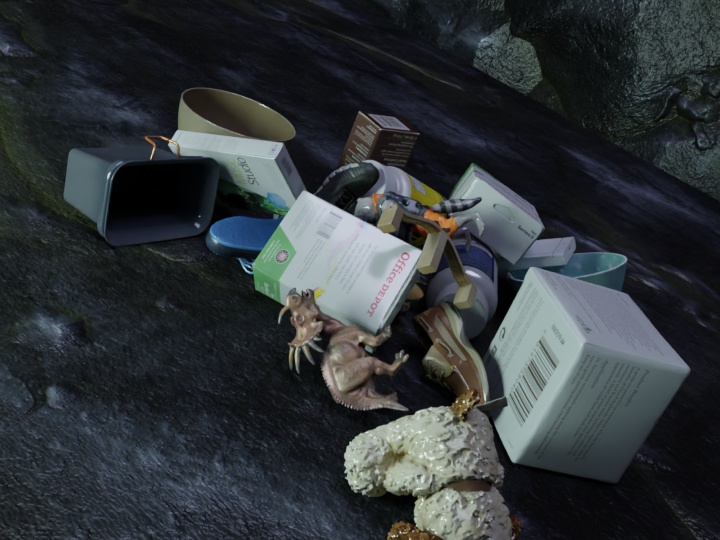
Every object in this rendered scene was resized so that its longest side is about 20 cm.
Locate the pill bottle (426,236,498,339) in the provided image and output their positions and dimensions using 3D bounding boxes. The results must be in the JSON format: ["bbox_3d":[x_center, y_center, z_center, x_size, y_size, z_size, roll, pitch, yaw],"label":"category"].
[{"bbox_3d":[0.162,0.030,1.400,0.111,0.111,0.200,23,24,-1],"label":"pill bottle"}]

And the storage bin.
[{"bbox_3d":[-0.328,-0.133,1.294,0.134,0.146,0.200,26,23,30],"label":"storage bin"}]

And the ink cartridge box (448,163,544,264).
[{"bbox_3d":[0.230,-0.102,1.526,0.146,0.084,0.200,36,14,-2],"label":"ink cartridge box"}]

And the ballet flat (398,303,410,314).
[{"bbox_3d":[0.024,-0.011,1.422,0.076,0.064,0.200,3,32,-36],"label":"ballet flat"}]

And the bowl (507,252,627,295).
[{"bbox_3d":[0.355,0.042,1.499,0.200,0.105,0.201,-9,10,2],"label":"bowl"}]

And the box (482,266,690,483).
[{"bbox_3d":[0.287,0.138,1.187,0.171,0.199,0.200,15,26,-18],"label":"box"}]

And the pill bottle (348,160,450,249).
[{"bbox_3d":[0.063,-0.112,1.533,0.200,0.114,0.114,23,17,-49],"label":"pill bottle"}]

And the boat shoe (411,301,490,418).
[{"bbox_3d":[0.124,0.130,1.232,0.074,0.076,0.200,-13,43,-7],"label":"boat shoe"}]

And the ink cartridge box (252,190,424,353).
[{"bbox_3d":[-0.030,0.002,1.249,0.200,0.088,0.145,27,64,11],"label":"ink cartridge box"}]

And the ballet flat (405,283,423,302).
[{"bbox_3d":[0.000,0.000,1.331,0.200,0.063,0.069,11,21,6],"label":"ballet flat"}]

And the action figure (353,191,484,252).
[{"bbox_3d":[0.083,-0.078,1.369,0.193,0.105,0.200,10,2,-2],"label":"action figure"}]

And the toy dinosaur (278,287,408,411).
[{"bbox_3d":[-0.023,0.119,1.111,0.135,0.086,0.200,-5,49,-33],"label":"toy dinosaur"}]

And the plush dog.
[{"bbox_3d":[0.104,0.234,0.940,0.200,0.160,0.172,5,57,-31],"label":"plush dog"}]

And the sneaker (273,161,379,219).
[{"bbox_3d":[-0.051,-0.099,1.423,0.066,0.200,0.091,46,24,-41],"label":"sneaker"}]

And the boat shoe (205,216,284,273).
[{"bbox_3d":[-0.152,-0.032,1.317,0.200,0.069,0.084,0,46,-50],"label":"boat shoe"}]

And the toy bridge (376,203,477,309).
[{"bbox_3d":[0.101,-0.026,1.221,0.200,0.027,0.067,43,52,-31],"label":"toy bridge"}]

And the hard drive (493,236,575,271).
[{"bbox_3d":[0.273,-0.026,1.576,0.200,0.027,0.132,-6,13,23],"label":"hard drive"}]

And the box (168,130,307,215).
[{"bbox_3d":[-0.184,-0.148,1.368,0.200,0.144,0.036,12,59,28],"label":"box"}]

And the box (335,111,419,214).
[{"bbox_3d":[0.015,-0.177,1.581,0.100,0.200,0.075,-2,37,-41],"label":"box"}]

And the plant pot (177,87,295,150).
[{"bbox_3d":[-0.228,-0.209,1.517,0.200,0.135,0.200,19,24,-9],"label":"plant pot"}]
